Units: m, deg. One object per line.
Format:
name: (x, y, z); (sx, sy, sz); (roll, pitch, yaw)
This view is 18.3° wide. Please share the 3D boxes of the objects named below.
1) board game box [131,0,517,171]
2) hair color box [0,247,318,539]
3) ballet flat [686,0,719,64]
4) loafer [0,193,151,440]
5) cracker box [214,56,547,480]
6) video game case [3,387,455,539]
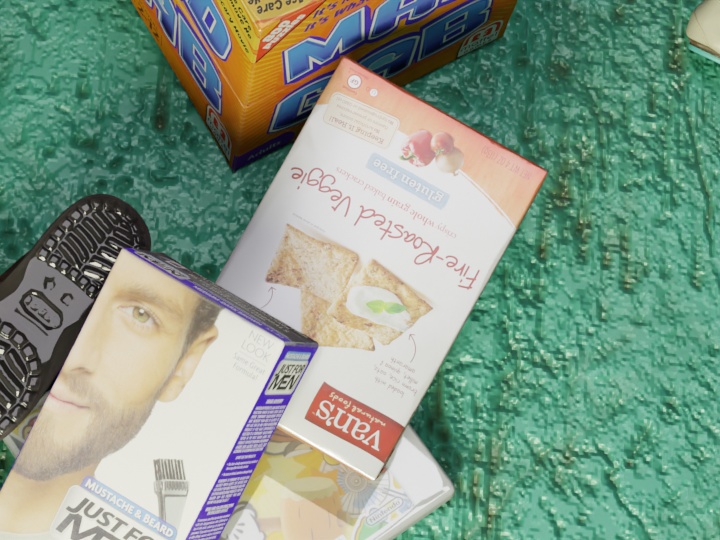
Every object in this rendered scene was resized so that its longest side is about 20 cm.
board game box: (-0.031, -0.218, 1.313); (0.199, 0.200, 0.200); (-28, 76, -16)
hair color box: (-0.119, 0.101, 1.207); (0.109, 0.065, 0.201); (29, 95, 17)
ballet flat: (0.298, -0.119, 1.384); (0.200, 0.070, 0.070); (32, 70, 4)
loafer: (-0.197, 0.043, 1.270); (0.200, 0.071, 0.073); (-42, 91, -12)
cracker box: (0.000, 0.000, 1.262); (0.134, 0.058, 0.201); (29, 89, 3)
video game case: (-0.076, 0.109, 1.284); (0.200, 0.023, 0.182); (-33, 77, -16)
